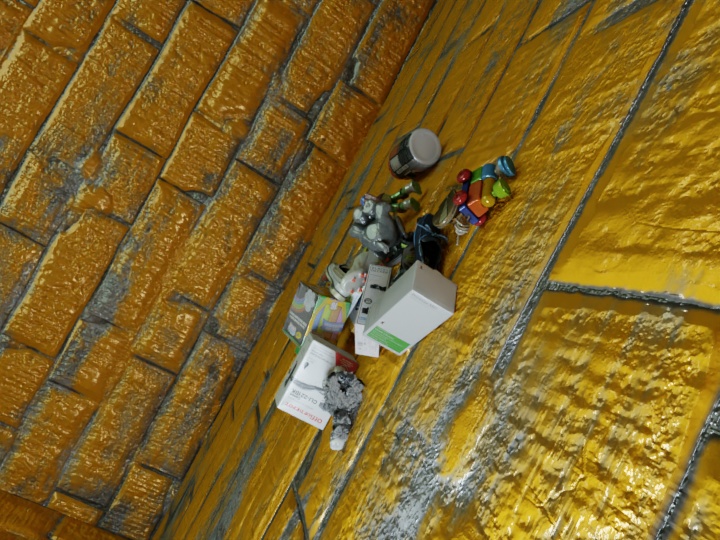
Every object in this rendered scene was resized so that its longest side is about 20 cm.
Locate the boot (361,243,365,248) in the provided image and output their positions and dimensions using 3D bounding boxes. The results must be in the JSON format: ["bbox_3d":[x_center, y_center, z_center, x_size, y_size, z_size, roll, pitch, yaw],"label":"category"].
[{"bbox_3d":[0.064,-0.114,1.543,0.074,0.094,0.201,-60,-9,-25],"label":"boot"}]

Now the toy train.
[{"bbox_3d":[0.253,-0.142,1.055,0.115,0.084,0.202,-29,33,41],"label":"toy train"}]

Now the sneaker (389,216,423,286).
[{"bbox_3d":[0.122,-0.042,1.293,0.202,0.082,0.071,-62,24,2],"label":"sneaker"}]

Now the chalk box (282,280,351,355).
[{"bbox_3d":[-0.131,0.152,1.479,0.124,0.122,0.204,30,102,51],"label":"chalk box"}]

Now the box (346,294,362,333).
[{"bbox_3d":[0.029,0.080,1.489,0.202,0.041,0.119,-59,13,4],"label":"box"}]

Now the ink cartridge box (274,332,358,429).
[{"bbox_3d":[-0.118,0.293,1.382,0.203,0.143,0.084,-61,14,1],"label":"ink cartridge box"}]

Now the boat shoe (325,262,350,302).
[{"bbox_3d":[-0.051,0.019,1.482,0.069,0.074,0.201,-47,23,11],"label":"boat shoe"}]

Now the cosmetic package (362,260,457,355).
[{"bbox_3d":[0.100,0.082,1.090,0.200,0.106,0.086,-48,18,46],"label":"cosmetic package"}]

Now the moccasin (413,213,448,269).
[{"bbox_3d":[0.165,-0.050,1.199,0.068,0.079,0.204,123,156,-56],"label":"moccasin"}]

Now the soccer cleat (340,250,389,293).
[{"bbox_3d":[0.000,0.000,1.392,0.199,0.077,0.070,-34,-37,-45],"label":"soccer cleat"}]

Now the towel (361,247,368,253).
[{"bbox_3d":[-0.023,0.016,1.557,0.202,0.018,0.086,-59,7,28],"label":"towel"}]

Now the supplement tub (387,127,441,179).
[{"bbox_3d":[0.168,-0.370,1.695,0.124,0.121,0.200,-64,14,-15],"label":"supplement tub"}]

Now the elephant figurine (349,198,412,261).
[{"bbox_3d":[0.075,-0.099,1.379,0.139,0.199,0.159,6,78,36],"label":"elephant figurine"}]

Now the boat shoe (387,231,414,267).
[{"bbox_3d":[0.095,-0.059,1.481,0.200,0.056,0.070,-41,25,53],"label":"boat shoe"}]

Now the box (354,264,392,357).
[{"bbox_3d":[0.034,0.097,1.297,0.202,0.059,0.118,-75,-11,-45],"label":"box"}]

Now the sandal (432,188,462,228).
[{"bbox_3d":[0.217,-0.143,1.236,0.081,0.054,0.200,-49,3,22],"label":"sandal"}]

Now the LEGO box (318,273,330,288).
[{"bbox_3d":[-0.114,0.114,1.742,0.200,0.076,0.151,98,-163,-75],"label":"LEGO box"}]

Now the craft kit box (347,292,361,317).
[{"bbox_3d":[-0.025,0.072,1.595,0.202,0.048,0.198,-60,-1,19],"label":"craft kit box"}]

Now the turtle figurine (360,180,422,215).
[{"bbox_3d":[0.114,-0.183,1.627,0.192,0.202,0.144,-19,15,40],"label":"turtle figurine"}]

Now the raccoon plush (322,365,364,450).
[{"bbox_3d":[-0.067,0.327,1.263,0.203,0.095,0.134,-68,8,-26],"label":"raccoon plush"}]
